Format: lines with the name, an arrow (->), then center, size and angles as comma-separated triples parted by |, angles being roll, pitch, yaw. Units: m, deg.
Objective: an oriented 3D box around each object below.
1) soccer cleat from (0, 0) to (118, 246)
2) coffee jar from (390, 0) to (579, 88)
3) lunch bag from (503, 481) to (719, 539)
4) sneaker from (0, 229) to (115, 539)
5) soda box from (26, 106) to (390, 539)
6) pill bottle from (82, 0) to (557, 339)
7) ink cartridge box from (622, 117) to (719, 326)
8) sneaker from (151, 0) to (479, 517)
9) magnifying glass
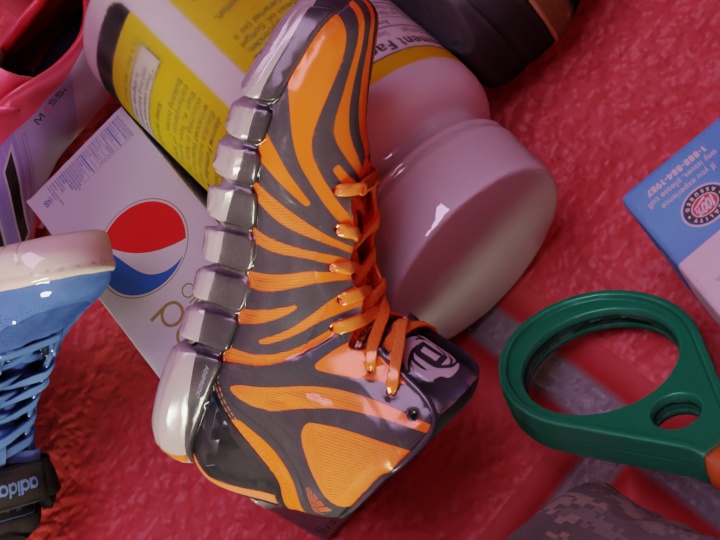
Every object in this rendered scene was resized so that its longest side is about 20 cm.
soccer cleat -> -0.172, -0.058, 0.939 | 0.067, 0.076, 0.201 | 30, 84, 33
coffee jar -> 0.089, -0.180, 0.853 | 0.200, 0.085, 0.104 | -46, 64, 2
lunch bag -> 0.117, 0.166, 0.662 | 0.199, 0.140, 0.168 | 21, 51, 33
sneaker -> -0.153, 0.060, 0.842 | 0.200, 0.076, 0.112 | -29, 75, 47
soda box -> -0.061, 0.020, 0.854 | 0.064, 0.068, 0.200 | -44, 57, 4
pill bottle -> -0.018, -0.066, 0.837 | 0.114, 0.114, 0.200 | -46, 64, 2
ink cartridge box -> 0.204, 0.016, 0.722 | 0.115, 0.068, 0.200 | -39, 57, 6
sneaker -> 0.000, 0.000, 0.732 | 0.112, 0.078, 0.201 | 23, 114, 17
magnifying glass -> 0.124, 0.060, 0.731 | 0.079, 0.022, 0.200 | -32, 34, -17
